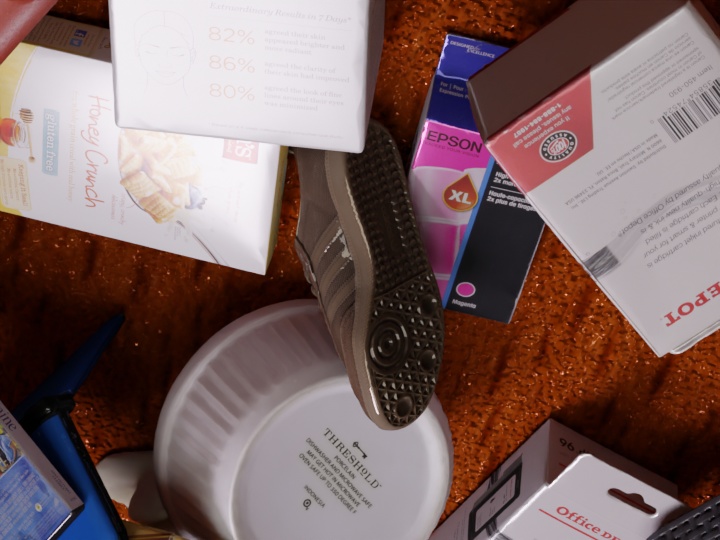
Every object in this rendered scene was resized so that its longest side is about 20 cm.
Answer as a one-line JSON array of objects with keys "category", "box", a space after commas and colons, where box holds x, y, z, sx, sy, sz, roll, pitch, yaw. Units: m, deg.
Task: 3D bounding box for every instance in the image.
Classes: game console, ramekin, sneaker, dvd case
[{"category": "game console", "box": [-0.216, 0.154, 1.636, 0.200, 0.118, 0.171, -41, 71, 36]}, {"category": "ramekin", "box": [-0.030, 0.127, 1.588, 0.201, 0.094, 0.204, -8, 111, -21]}, {"category": "sneaker", "box": [0.000, 0.000, 1.517, 0.075, 0.070, 0.201, 5, 106, 51]}, {"category": "dvd case", "box": [-0.281, 0.121, 1.572, 0.200, 0.018, 0.143, 49, 124, 9]}]

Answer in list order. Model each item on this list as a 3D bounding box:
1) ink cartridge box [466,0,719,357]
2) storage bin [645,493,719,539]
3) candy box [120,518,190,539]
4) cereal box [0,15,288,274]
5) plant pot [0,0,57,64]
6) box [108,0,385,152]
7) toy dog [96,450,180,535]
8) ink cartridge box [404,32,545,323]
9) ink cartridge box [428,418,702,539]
[{"category": "ink cartridge box", "box": [0.180, -0.068, 1.431, 0.146, 0.083, 0.200, -34, 121, 14]}, {"category": "storage bin", "box": [0.300, 0.226, 1.643, 0.135, 0.094, 0.200, -33, 141, 20]}, {"category": "candy box", "box": [-0.169, 0.224, 1.589, 0.056, 0.117, 0.200, 24, 169, -32]}, {"category": "cereal box", "box": [-0.144, -0.081, 1.509, 0.199, 0.040, 0.144, 13, 132, 6]}, {"category": "plant pot", "box": [-0.280, -0.160, 1.382, 0.195, 0.201, 0.201, -37, 118, 25]}, {"category": "box", "box": [-0.062, -0.182, 1.371, 0.151, 0.107, 0.201, 7, 133, 4]}, {"category": "toy dog", "box": [-0.115, 0.244, 1.701, 0.193, 0.201, 0.140, -7, 131, 15]}, {"category": "ink cartridge box", "box": [0.075, -0.055, 1.515, 0.094, 0.037, 0.201, 13, 130, -3]}, {"category": "ink cartridge box", "box": [0.146, 0.183, 1.693, 0.116, 0.068, 0.200, 27, 130, -18]}]
